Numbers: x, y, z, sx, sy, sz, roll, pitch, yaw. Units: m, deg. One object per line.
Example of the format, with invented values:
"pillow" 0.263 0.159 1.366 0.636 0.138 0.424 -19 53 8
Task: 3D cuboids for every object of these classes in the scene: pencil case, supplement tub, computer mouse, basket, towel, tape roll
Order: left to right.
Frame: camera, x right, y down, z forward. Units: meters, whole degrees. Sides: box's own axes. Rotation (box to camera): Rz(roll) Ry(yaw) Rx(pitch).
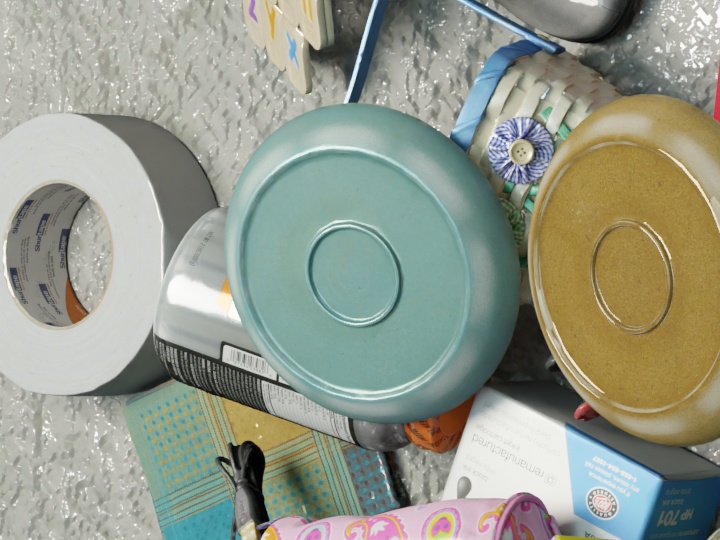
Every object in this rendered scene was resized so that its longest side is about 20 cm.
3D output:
"tape roll" -0.192 -0.011 1.932 0.200 0.066 0.201 0 90 38
"computer mouse" -0.074 0.221 1.830 0.110 0.044 0.200 -114 26 -50
"towel" -0.067 0.125 1.867 0.200 0.022 0.147 -25 77 32
"supplement tub" -0.021 0.041 1.756 0.200 0.122 0.123 18 101 21
"pencil case" 0.028 0.180 1.654 0.200 0.087 0.088 -10 84 39
"basket" 0.075 -0.074 1.685 0.200 0.139 0.177 25 105 24

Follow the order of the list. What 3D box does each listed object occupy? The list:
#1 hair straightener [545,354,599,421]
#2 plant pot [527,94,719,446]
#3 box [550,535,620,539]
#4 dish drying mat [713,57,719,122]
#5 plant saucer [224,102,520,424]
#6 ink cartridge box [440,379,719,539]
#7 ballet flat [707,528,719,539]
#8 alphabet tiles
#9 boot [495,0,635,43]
"hair straightener" 0.191 0.004 1.635 0.200 0.041 0.077 -38 72 14
"plant pot" 0.158 0.002 1.536 0.200 0.027 0.201 14 109 49
"box" 0.199 0.246 1.515 0.176 0.200 0.097 -110 35 -44
"dish drying mat" 0.246 -0.125 1.613 0.077 0.018 0.201 3 83 34
"plant saucer" 0.000 0.000 1.646 0.200 0.027 0.201 8 108 25
"ink cartridge box" 0.119 0.187 1.688 0.146 0.086 0.200 26 104 34
"ballet flat" 0.261 0.131 1.485 0.200 0.064 0.067 -40 78 12
"alphabet tiles" -0.060 -0.222 1.789 0.200 0.015 0.196 -130 28 -56
"boot" 0.064 -0.201 1.698 0.200 0.132 0.070 30 106 32
